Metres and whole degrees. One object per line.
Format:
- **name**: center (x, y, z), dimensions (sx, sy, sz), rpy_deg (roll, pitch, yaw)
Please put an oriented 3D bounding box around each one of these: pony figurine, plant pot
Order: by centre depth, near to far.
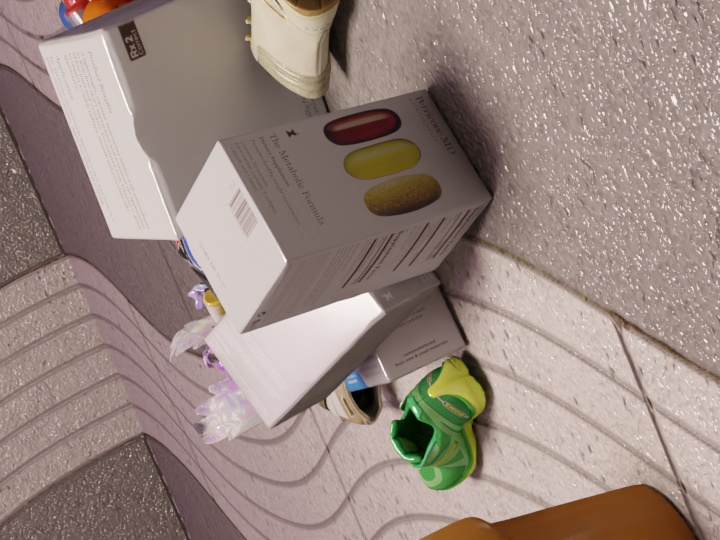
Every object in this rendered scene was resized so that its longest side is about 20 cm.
- **plant pot**: center (0.157, 0.254, 1.319), dimensions (0.201, 0.183, 0.201), rpy_deg (57, 162, 29)
- **pony figurine**: center (-0.107, 0.063, 1.836), dimensions (0.200, 0.192, 0.167), rpy_deg (75, 173, -51)

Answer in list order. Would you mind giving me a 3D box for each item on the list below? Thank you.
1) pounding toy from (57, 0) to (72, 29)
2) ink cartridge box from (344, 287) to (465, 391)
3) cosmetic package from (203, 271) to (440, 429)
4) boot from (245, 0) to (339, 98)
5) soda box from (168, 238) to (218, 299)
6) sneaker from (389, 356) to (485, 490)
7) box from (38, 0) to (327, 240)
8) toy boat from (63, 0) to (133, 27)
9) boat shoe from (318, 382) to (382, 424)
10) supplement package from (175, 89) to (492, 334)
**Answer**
- **pounding toy**: center (-0.302, -0.338, 1.992), dimensions (0.200, 0.142, 0.185), rpy_deg (29, 141, 65)
- **ink cartridge box**: center (0.000, 0.000, 1.628), dimensions (0.201, 0.084, 0.145), rpy_deg (66, 163, 1)
- **cosmetic package**: center (-0.035, 0.035, 1.521), dimensions (0.107, 0.090, 0.200), rpy_deg (54, 130, 10)
- **boot**: center (-0.081, -0.258, 1.542), dimensions (0.201, 0.072, 0.155), rpy_deg (58, 165, 22)
- **soda box**: center (-0.129, -0.028, 1.711), dimensions (0.200, 0.070, 0.064), rpy_deg (45, 148, 49)
- **sneaker**: center (0.062, 0.146, 1.643), dimensions (0.074, 0.083, 0.200), rpy_deg (56, 162, 27)
- **box**: center (-0.155, -0.157, 1.643), dimensions (0.130, 0.200, 0.200), rpy_deg (3, 117, 54)
- **toy boat**: center (-0.228, -0.266, 1.780), dimensions (0.199, 0.131, 0.131), rpy_deg (-23, 110, 39)
- **boat shoe**: center (-0.008, 0.074, 1.806), dimensions (0.068, 0.075, 0.201), rpy_deg (30, 144, 30)
- **supplement package**: center (-0.020, -0.048, 1.378), dimensions (0.114, 0.199, 0.110), rpy_deg (59, 144, 18)
